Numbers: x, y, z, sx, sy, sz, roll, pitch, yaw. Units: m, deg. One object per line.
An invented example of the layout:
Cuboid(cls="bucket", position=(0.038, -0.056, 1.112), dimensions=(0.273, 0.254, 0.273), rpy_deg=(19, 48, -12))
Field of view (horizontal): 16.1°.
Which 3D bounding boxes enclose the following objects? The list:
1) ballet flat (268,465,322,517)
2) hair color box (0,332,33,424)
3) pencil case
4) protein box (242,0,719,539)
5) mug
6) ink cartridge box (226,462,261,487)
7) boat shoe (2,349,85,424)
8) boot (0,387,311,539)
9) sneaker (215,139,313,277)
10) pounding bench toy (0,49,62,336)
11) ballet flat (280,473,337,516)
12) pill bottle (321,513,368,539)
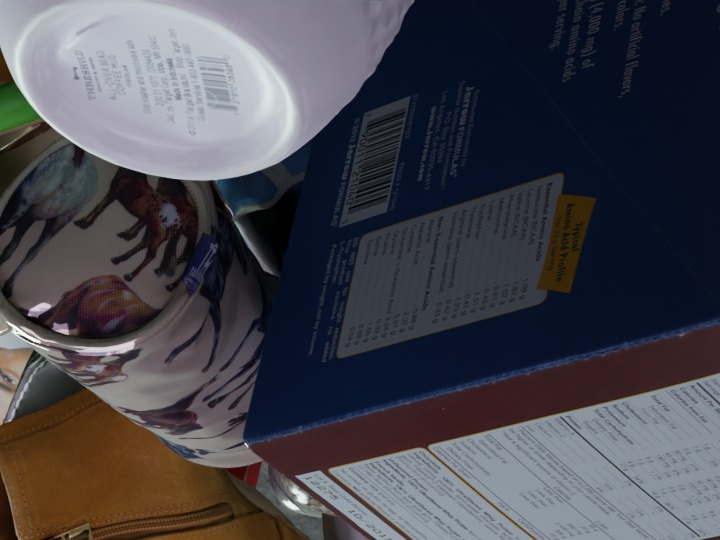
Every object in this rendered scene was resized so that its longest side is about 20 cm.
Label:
Cuboid(cls="ballet flat", position=(0.053, 0.092, 1.193), dimensions=(0.199, 0.068, 0.064), rpy_deg=(6, 129, 8))
Cuboid(cls="hair color box", position=(-0.110, 0.025, 1.145), dimensions=(0.199, 0.062, 0.101), rpy_deg=(-13, 139, 35))
Cuboid(cls="pencil case", position=(-0.065, 0.013, 0.920), dimensions=(0.089, 0.078, 0.200), rpy_deg=(-39, 160, -1))
Cuboid(cls="protein box", position=(0.091, -0.010, 0.892), dimensions=(0.199, 0.200, 0.135), rpy_deg=(-16, 138, 37))
Cuboid(cls="mug", position=(-0.040, -0.137, 0.763), dimensions=(0.147, 0.176, 0.200), rpy_deg=(13, 148, -1))
Cuboid(cls="ink cartridge box", position=(-0.118, 0.109, 1.226), dimensions=(0.199, 0.117, 0.067), rpy_deg=(-9, 141, 32))
Cuboid(cls="boat shoe", position=(-0.133, 0.106, 1.111), dimensions=(0.071, 0.061, 0.202), rpy_deg=(23, 126, 14))
Cuboid(cls="boot", position=(-0.087, 0.132, 1.075), dimensions=(0.071, 0.143, 0.202), rpy_deg=(32, 138, 56))
Cuboid(cls="sneaker", position=(0.000, 0.000, 1.060), dimensions=(0.072, 0.073, 0.200), rpy_deg=(-14, 141, 32))
Cuboid(cls="pounding bench toy", position=(-0.163, -0.042, 0.933), dimensions=(0.200, 0.156, 0.125), rpy_deg=(-28, 86, 45))
Cuboid(cls="ballet flat", position=(0.018, 0.032, 0.994), dimensions=(0.046, 0.200, 0.068), rpy_deg=(-23, 110, 36))
Cuboid(cls="pill bottle", position=(0.091, 0.104, 1.108), dimensions=(0.199, 0.114, 0.114), rpy_deg=(-2, 151, -16))
